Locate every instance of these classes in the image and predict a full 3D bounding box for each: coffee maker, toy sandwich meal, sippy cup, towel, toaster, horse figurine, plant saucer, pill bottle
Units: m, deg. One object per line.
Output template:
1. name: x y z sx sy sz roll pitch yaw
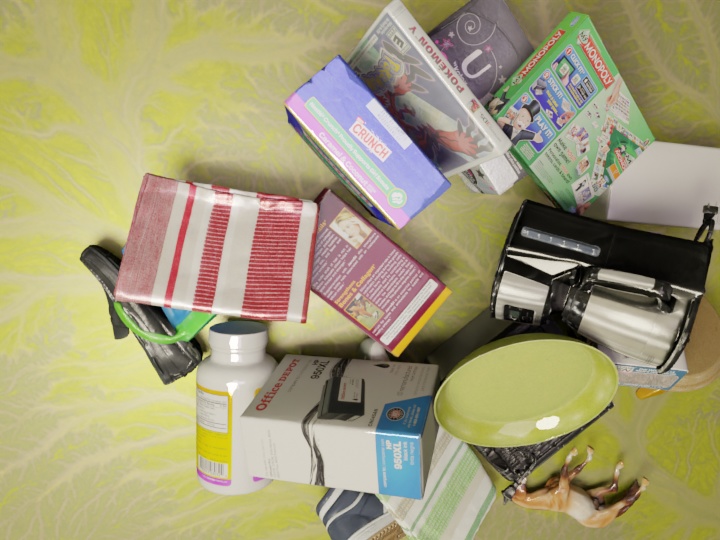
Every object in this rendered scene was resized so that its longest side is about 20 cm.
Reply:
1. coffee maker: 0.267 -0.002 0.641 0.200 0.192 0.135 20 137 21
2. toy sandwich meal: 0.385 0.086 0.765 0.205 0.070 0.205 2 56 -3
3. sippy cup: -0.201 -0.008 0.672 0.130 0.178 0.140 45 116 -6
4. towel: -0.149 -0.024 0.614 0.200 0.023 0.144 8 72 -8
5. toaster: 0.197 0.159 0.750 0.200 0.119 0.181 -39 101 0
6. horse figurine: 0.327 0.323 0.824 0.200 0.050 0.133 24 108 -16
7. plant saucer: 0.178 0.131 0.628 0.200 0.031 0.200 -2 134 -2
8. towel: 0.095 0.279 0.739 0.149 0.031 0.200 -47 112 -34
9. pill bottle: -0.155 0.169 0.719 0.104 0.104 0.200 2 99 -7

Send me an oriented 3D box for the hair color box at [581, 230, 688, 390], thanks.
1. hair color box: 0.331 0.042 0.710 0.100 0.061 0.200 5 55 7

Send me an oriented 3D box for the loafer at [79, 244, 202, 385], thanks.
1. loafer: -0.281 0.058 0.703 0.070 0.068 0.201 -39 105 -8

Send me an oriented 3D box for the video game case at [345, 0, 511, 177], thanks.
1. video game case: 0.056 -0.182 0.640 0.023 0.200 0.182 -45 101 -15

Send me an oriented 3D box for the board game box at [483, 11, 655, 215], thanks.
1. board game box: 0.235 -0.159 0.627 0.135 0.029 0.200 -47 127 8

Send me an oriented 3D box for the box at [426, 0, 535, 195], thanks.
1. box: 0.146 -0.208 0.688 0.132 0.115 0.200 -37 101 0

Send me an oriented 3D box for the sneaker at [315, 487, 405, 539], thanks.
1. sneaker: 0.034 0.313 0.783 0.200 0.108 0.070 -16 126 -35

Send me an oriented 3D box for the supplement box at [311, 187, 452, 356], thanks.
1. supplement box: 0.000 0.000 0.718 0.200 0.086 0.110 39 93 -11

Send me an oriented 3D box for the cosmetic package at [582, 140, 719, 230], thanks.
1. cosmetic package: 0.402 -0.112 0.748 0.200 0.085 0.108 6 97 -7

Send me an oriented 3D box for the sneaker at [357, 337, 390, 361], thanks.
1. sneaker: 0.050 0.175 0.768 0.080 0.070 0.201 -20 108 -11

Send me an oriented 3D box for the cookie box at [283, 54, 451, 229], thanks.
1. cookie box: -0.002 -0.137 0.638 0.075 0.200 0.171 -43 101 1

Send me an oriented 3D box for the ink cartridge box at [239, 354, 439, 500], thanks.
1. ink cartridge box: -0.016 0.170 0.651 0.200 0.145 0.084 1 111 15
